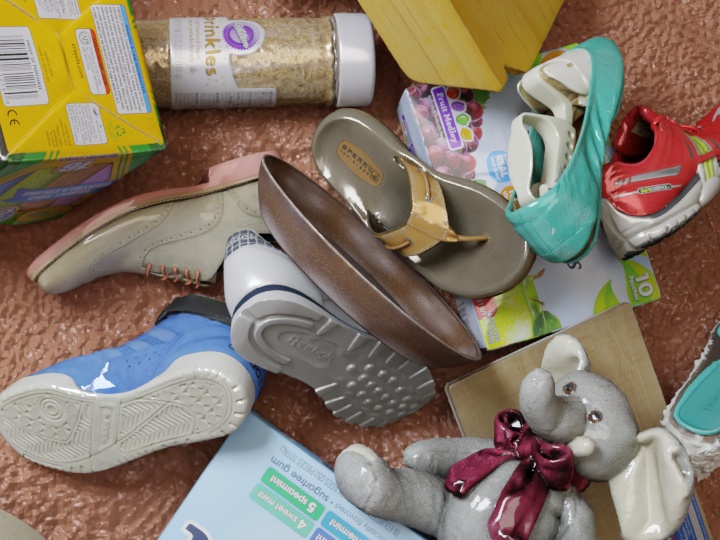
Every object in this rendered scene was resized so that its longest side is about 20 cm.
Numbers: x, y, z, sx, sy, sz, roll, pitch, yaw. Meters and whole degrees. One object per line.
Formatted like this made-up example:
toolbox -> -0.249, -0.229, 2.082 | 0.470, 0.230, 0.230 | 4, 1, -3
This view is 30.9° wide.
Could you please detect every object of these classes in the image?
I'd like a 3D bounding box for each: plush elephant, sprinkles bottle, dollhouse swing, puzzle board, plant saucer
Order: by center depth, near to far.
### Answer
plush elephant -> 0.118, 0.126, 0.839 | 0.199, 0.164, 0.156 | 21, 101, -46
plant saucer -> 0.000, 0.000, 0.880 | 0.200, 0.200, 0.032 | 42, 99, 1
puzzle board -> 0.160, 0.144, 0.939 | 0.149, 0.017, 0.202 | -23, 98, -12
sprinkles bottle -> -0.090, -0.151, 0.950 | 0.198, 0.068, 0.069 | -3, 81, -8
dollhouse swing -> 0.031, -0.236, 0.964 | 0.182, 0.175, 0.201 | 54, 46, -29

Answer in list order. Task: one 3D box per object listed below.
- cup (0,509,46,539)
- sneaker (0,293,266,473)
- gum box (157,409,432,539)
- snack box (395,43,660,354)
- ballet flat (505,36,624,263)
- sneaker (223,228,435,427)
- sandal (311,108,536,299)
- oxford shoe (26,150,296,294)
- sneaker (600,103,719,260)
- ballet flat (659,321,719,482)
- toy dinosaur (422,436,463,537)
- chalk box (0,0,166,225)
cup -> -0.260, 0.231, 0.815 | 0.199, 0.201, 0.144 | 32, 49, -1
sneaker -> -0.151, 0.074, 0.907 | 0.198, 0.111, 0.077 | -14, 111, 22
gum box -> -0.064, 0.225, 0.874 | 0.169, 0.045, 0.201 | 35, 86, 9
snack box -> 0.123, -0.053, 0.970 | 0.141, 0.053, 0.202 | -16, 83, -12
ballet flat -> 0.137, -0.100, 0.889 | 0.070, 0.067, 0.202 | 35, 51, -29
sneaker -> -0.018, 0.041, 0.893 | 0.076, 0.200, 0.081 | -36, 45, 14
sandal -> 0.033, -0.047, 0.918 | 0.200, 0.054, 0.081 | 39, 110, 22
oxford shoe -> -0.135, -0.019, 0.921 | 0.198, 0.071, 0.074 | -23, 87, -11
sneaker -> 0.230, -0.089, 0.948 | 0.200, 0.077, 0.085 | -38, 94, -41
ballet flat -> 0.281, 0.079, 0.961 | 0.072, 0.072, 0.200 | 48, 59, 2
toy dinosaur -> 0.047, 0.173, 0.926 | 0.199, 0.048, 0.089 | -32, 79, -15
chalk box -> -0.243, -0.102, 0.876 | 0.123, 0.199, 0.126 | -10, 82, -43
